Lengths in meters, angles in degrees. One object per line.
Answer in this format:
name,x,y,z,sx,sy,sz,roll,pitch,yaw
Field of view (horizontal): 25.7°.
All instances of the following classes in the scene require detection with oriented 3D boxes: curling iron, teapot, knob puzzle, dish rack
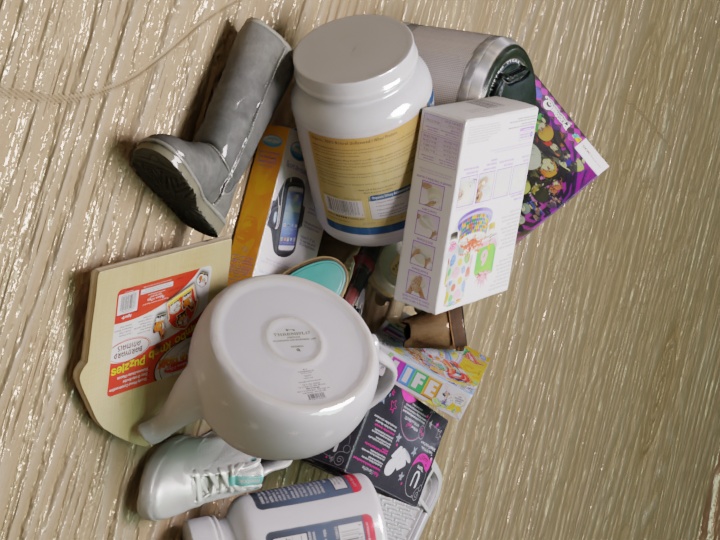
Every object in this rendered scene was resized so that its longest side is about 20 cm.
curling iron,0.000,0.000,1.686,0.050,0.025,0.201,115,-5,-46
teapot,-0.080,0.111,1.531,0.198,0.199,0.147,-59,175,-45
knob puzzle,-0.203,0.073,1.506,0.219,0.030,0.221,-33,134,-41
dish rack,0.032,0.311,2.018,0.201,0.043,0.172,-63,149,-25

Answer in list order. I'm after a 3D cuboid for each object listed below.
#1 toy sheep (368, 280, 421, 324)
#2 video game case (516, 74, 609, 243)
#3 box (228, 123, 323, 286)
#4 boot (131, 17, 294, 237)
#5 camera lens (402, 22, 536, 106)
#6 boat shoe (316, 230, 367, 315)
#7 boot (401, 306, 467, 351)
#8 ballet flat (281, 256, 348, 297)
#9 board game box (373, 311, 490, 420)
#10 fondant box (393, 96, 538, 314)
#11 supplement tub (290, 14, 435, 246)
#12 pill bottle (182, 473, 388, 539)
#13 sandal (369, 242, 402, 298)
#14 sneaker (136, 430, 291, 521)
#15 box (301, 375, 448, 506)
toy sheep,0.059,-0.023,1.846,0.138,0.137,0.202,59,34,-52
video game case,0.165,-0.133,1.848,0.200,0.182,0.036,-41,177,41
box,-0.079,-0.065,1.672,0.119,0.041,0.202,23,79,-61
boot,-0.132,-0.152,1.506,0.201,0.072,0.182,-62,162,-14
camera lens,0.084,-0.188,1.747,0.160,0.198,0.161,-32,129,-52
boat shoe,-0.025,0.001,1.750,0.065,0.071,0.202,60,33,-64
boot,0.085,0.062,1.831,0.200,0.075,0.074,22,59,-84
ballet flat,-0.093,0.062,1.633,0.200,0.069,0.063,-44,179,-10
board game box,0.078,0.107,1.860,0.034,0.134,0.200,-63,175,13
fondant box,0.108,-0.069,1.604,0.144,0.058,0.202,-16,118,-53
supplement tub,0.008,-0.142,1.603,0.145,0.144,0.201,-52,145,-38
pill bottle,-0.080,0.287,1.645,0.198,0.120,0.121,-8,115,-16
sandal,0.080,-0.051,1.759,0.200,0.080,0.054,-51,-175,-30
sneaker,-0.144,0.206,1.609,0.200,0.088,0.076,-24,123,-56
box,-0.008,0.181,1.800,0.200,0.131,0.116,39,70,-58
